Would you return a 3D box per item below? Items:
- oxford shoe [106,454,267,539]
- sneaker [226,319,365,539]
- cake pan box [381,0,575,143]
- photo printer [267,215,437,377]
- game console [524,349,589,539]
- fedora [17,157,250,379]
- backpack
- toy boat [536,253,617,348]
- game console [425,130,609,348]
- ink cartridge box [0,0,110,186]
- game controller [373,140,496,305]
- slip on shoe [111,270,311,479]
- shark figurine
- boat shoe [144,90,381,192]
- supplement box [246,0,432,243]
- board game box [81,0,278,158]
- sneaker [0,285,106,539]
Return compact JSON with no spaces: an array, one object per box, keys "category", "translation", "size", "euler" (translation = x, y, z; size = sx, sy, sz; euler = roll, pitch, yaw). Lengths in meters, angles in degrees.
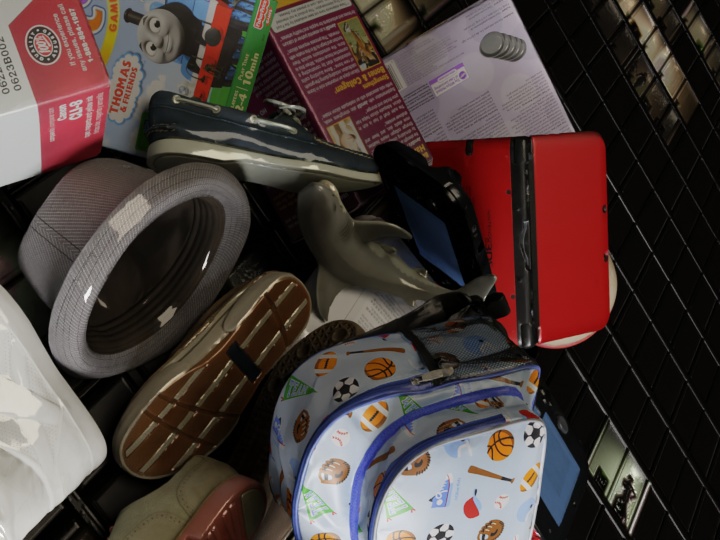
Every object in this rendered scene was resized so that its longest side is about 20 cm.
[{"category":"oxford shoe","translation":[-0.154,0.210,0.693],"size":[0.199,0.073,0.072],"euler":[-40,138,-32]},{"category":"sneaker","translation":[-0.048,0.136,0.794],"size":[0.075,0.070,0.202],"euler":[42,77,-42]},{"category":"cake pan box","translation":[0.103,-0.157,1.029],"size":[0.198,0.052,0.186],"euler":[-32,97,-5]},{"category":"photo printer","translation":[0.005,0.072,0.901],"size":[0.167,0.069,0.201],"euler":[49,46,-17]},{"category":"game console","translation":[0.171,0.173,1.027],"size":[0.179,0.031,0.200],"euler":[63,27,-6]},{"category":"fedora","translation":[-0.171,-0.016,0.723],"size":[0.090,0.179,0.200],"euler":[34,15,14]},{"category":"backpack","translation":[0.032,0.135,0.711],"size":[0.187,0.154,0.204],"euler":[-5,113,-15]},{"category":"toy boat","translation":[0.198,-0.011,1.112],"size":[0.203,0.129,0.131],"euler":[64,4,15]},{"category":"game console","translation":[0.153,-0.033,1.012],"size":[0.118,0.169,0.204],"euler":[-17,105,-63]},{"category":"ink cartridge box","translation":[-0.270,-0.125,0.599],"size":[0.197,0.144,0.148],"euler":[-21,87,-20]},{"category":"game controller","translation":[0.067,-0.033,0.877],"size":[0.042,0.103,0.201],"euler":[-51,148,-17]},{"category":"slip on shoe","translation":[-0.120,0.076,0.782],"size":[0.201,0.060,0.076],"euler":[-51,125,-24]},{"category":"shark figurine","translation":[0.007,0.010,0.841],"size":[0.213,0.127,0.091],"euler":[33,71,-26]},{"category":"boat shoe","translation":[-0.073,-0.100,0.799],"size":[0.196,0.075,0.063],"euler":[5,76,-21]},{"category":"supplement box","translation":[-0.042,-0.151,0.924],"size":[0.130,0.102,0.202],"euler":[-33,96,-48]},{"category":"board game box","translation":[-0.174,-0.168,0.777],"size":[0.197,0.036,0.154],"euler":[12,100,-35]},{"category":"sneaker","translation":[-0.255,0.081,0.629],"size":[0.201,0.073,0.116],"euler":[56,40,-14]}]
